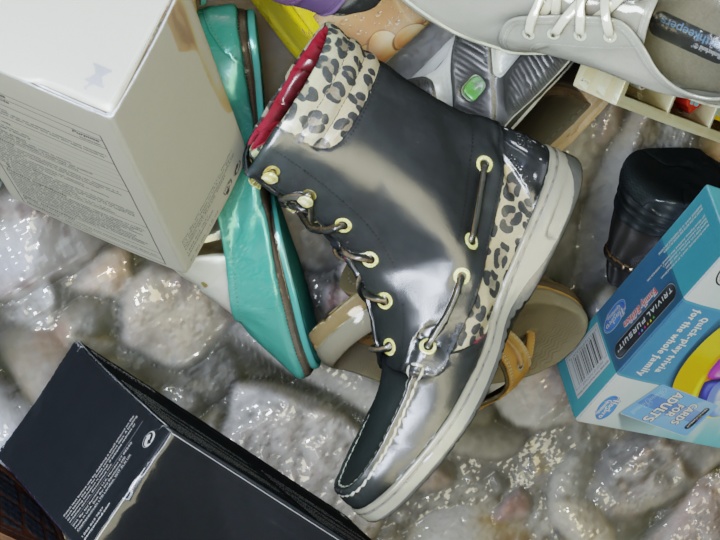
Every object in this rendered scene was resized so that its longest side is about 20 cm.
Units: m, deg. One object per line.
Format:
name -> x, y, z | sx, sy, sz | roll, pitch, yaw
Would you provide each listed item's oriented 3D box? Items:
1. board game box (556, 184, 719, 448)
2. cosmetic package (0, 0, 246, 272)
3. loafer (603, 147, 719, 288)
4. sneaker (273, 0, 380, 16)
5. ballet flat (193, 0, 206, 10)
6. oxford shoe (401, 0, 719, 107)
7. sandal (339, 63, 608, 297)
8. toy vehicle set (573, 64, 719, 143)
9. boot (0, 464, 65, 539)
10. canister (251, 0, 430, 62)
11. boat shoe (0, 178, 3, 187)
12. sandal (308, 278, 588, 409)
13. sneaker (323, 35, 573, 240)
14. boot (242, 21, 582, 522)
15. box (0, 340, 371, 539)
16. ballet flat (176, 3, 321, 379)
board game box -> 0.233, 0.037, 1.376 | 0.199, 0.047, 0.151 | 12, 134, -29
cosmetic package -> -0.120, -0.078, 1.103 | 0.105, 0.200, 0.071 | 24, 75, 11
loafer -> 0.224, -0.023, 1.394 | 0.198, 0.073, 0.073 | 4, 126, -22
sneaker -> 0.016, -0.206, 1.125 | 0.087, 0.076, 0.200 | 18, 119, -34
ballet flat -> -0.125, -0.211, 1.164 | 0.063, 0.069, 0.201 | -17, 104, -11
oxford shoe -> 0.105, -0.128, 1.164 | 0.199, 0.058, 0.076 | 20, 97, 4
sandal -> 0.087, -0.039, 1.310 | 0.212, 0.078, 0.070 | -47, 118, -12
toy vehicle set -> 0.182, -0.135, 1.294 | 0.200, 0.026, 0.125 | 8, 105, -62
boot -> -0.246, 0.122, 1.214 | 0.199, 0.075, 0.097 | 29, 110, -29
canister -> 0.022, -0.203, 1.221 | 0.200, 0.087, 0.149 | -42, 118, -6
boat shoe -> -0.185, -0.113, 1.162 | 0.075, 0.060, 0.202 | -4, 108, -25
sandal -> 0.052, 0.044, 1.297 | 0.080, 0.054, 0.199 | -45, 152, 27
sneaker -> 0.063, -0.087, 1.283 | 0.076, 0.115, 0.200 | 49, 116, 7
boot -> 0.000, -0.001, 1.180 | 0.153, 0.073, 0.205 | 31, 81, -17
box -> -0.068, 0.134, 1.252 | 0.200, 0.141, 0.079 | 36, 91, -30
ballet flat -> -0.070, -0.036, 1.250 | 0.070, 0.067, 0.201 | -10, 112, 3
